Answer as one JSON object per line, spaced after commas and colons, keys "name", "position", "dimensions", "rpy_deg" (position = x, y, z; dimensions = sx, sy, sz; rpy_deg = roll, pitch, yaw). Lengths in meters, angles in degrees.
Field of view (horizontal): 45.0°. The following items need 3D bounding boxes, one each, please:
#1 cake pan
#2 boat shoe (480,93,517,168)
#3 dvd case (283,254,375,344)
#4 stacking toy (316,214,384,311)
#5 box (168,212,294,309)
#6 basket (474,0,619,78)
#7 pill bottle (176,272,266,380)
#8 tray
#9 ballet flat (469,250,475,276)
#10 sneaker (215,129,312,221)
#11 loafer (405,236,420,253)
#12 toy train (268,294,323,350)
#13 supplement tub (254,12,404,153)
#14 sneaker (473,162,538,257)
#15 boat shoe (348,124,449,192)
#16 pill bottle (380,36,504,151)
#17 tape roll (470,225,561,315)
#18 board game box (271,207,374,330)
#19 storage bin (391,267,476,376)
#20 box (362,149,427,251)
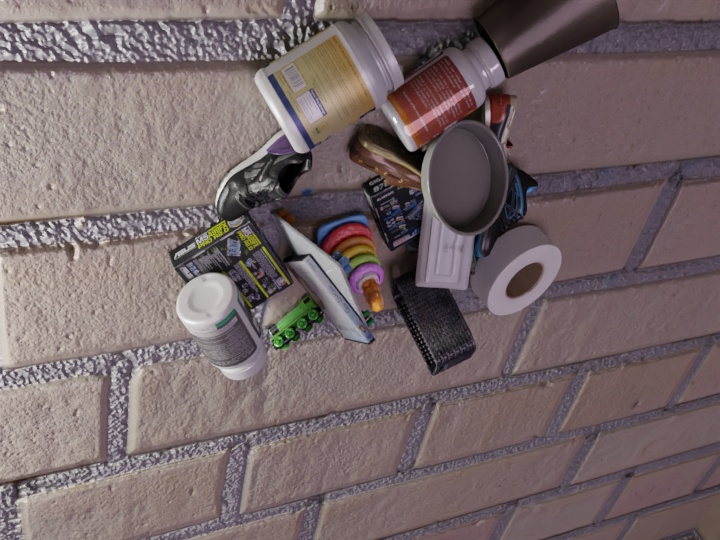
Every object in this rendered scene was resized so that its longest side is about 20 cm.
{"name": "cake pan", "position": [0.182, -0.163, 1.535], "dimensions": [0.198, 0.037, 0.203], "rpy_deg": [-4, 96, -37]}
{"name": "boat shoe", "position": [0.254, -0.237, 1.617], "dimensions": [0.062, 0.072, 0.202], "rpy_deg": [-5, 130, -2]}
{"name": "dvd case", "position": [-0.060, 0.053, 1.603], "dimensions": [0.018, 0.142, 0.201], "rpy_deg": [-42, 102, -16]}
{"name": "stacking toy", "position": [0.000, 0.000, 1.604], "dimensions": [0.108, 0.201, 0.117], "rpy_deg": [-16, 137, -16]}
{"name": "box", "position": [-0.231, -0.003, 1.582], "dimensions": [0.159, 0.044, 0.201], "rpy_deg": [-32, 140, 0]}
{"name": "basket", "position": [0.301, -0.417, 1.428], "dimensions": [0.199, 0.137, 0.181], "rpy_deg": [-32, 136, 7]}
{"name": "pill bottle", "position": [-0.243, 0.106, 1.564], "dimensions": [0.112, 0.114, 0.201], "rpy_deg": [-26, 139, -5]}
{"name": "tray", "position": [0.165, -0.047, 1.663], "dimensions": [0.106, 0.022, 0.202], "rpy_deg": [4, 121, -1]}
{"name": "ballet flat", "position": [0.198, -0.006, 1.774], "dimensions": [0.075, 0.068, 0.200], "rpy_deg": [-44, 166, -2]}
{"name": "sneaker", "position": [-0.162, -0.144, 1.448], "dimensions": [0.200, 0.088, 0.075], "rpy_deg": [-43, 138, 15]}
{"name": "loafer", "position": [0.180, -0.087, 1.743], "dimensions": [0.198, 0.073, 0.063], "rpy_deg": [-20, 163, -4]}
{"name": "toy train", "position": [-0.104, 0.085, 1.738], "dimensions": [0.199, 0.057, 0.042], "rpy_deg": [-38, 154, 7]}
{"name": "supplement tub", "position": [-0.047, -0.288, 1.331], "dimensions": [0.199, 0.145, 0.145], "rpy_deg": [-31, 140, 1]}
{"name": "sneaker", "position": [0.280, -0.110, 1.681], "dimensions": [0.202, 0.081, 0.073], "rpy_deg": [-65, -176, -14]}
{"name": "boat shoe", "position": [0.069, -0.184, 1.543], "dimensions": [0.198, 0.073, 0.068], "rpy_deg": [27, 128, -20]}
{"name": "pill bottle", "position": [0.137, -0.299, 1.456], "dimensions": [0.199, 0.113, 0.112], "rpy_deg": [-33, 140, 4]}
{"name": "tape roll", "position": [0.339, 0.002, 1.897], "dimensions": [0.201, 0.071, 0.204], "rpy_deg": [-24, 142, -20]}
{"name": "board game box", "position": [-0.065, -0.002, 1.571], "dimensions": [0.026, 0.199, 0.201], "rpy_deg": [-41, 142, -15]}
{"name": "storage bin", "position": [0.147, 0.099, 1.776], "dimensions": [0.093, 0.202, 0.135], "rpy_deg": [-24, 165, -7]}
{"name": "box", "position": [0.116, -0.143, 1.650], "dimensions": [0.198, 0.046, 0.160], "rpy_deg": [-29, 139, -3]}
